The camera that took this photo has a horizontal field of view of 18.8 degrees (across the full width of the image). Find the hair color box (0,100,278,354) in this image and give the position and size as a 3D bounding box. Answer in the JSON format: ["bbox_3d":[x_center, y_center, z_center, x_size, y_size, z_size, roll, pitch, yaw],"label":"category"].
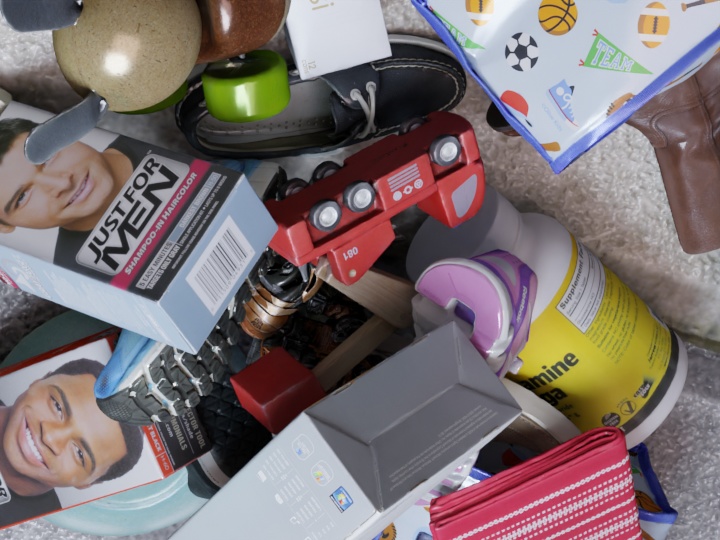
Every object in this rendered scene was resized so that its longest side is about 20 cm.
[{"bbox_3d":[-0.161,-0.030,1.348,0.099,0.200,0.061,-57,143,-20],"label":"hair color box"}]

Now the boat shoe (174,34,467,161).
[{"bbox_3d":[-0.022,-0.107,1.441,0.199,0.060,0.076,-11,121,-5],"label":"boat shoe"}]

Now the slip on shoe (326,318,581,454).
[{"bbox_3d":[0.056,0.094,1.509,0.200,0.076,0.061,25,76,16],"label":"slip on shoe"}]

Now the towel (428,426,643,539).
[{"bbox_3d":[0.123,0.193,1.481,0.144,0.023,0.200,-23,138,-8],"label":"towel"}]

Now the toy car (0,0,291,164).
[{"bbox_3d":[-0.150,-0.146,1.294,0.157,0.200,0.165,6,120,30],"label":"toy car"}]

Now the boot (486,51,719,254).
[{"bbox_3d":[0.201,-0.075,1.507,0.186,0.064,0.200,-26,125,2],"label":"boot"}]

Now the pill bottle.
[{"bbox_3d":[0.128,0.033,1.520,0.112,0.113,0.200,-42,118,13],"label":"pill bottle"}]

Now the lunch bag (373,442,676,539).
[{"bbox_3d":[0.105,0.205,1.597,0.200,0.124,0.170,13,114,-17],"label":"lunch bag"}]

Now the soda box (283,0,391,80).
[{"bbox_3d":[-0.034,-0.227,1.368,0.064,0.068,0.200,-16,121,-2],"label":"soda box"}]

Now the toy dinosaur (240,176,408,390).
[{"bbox_3d":[-0.040,0.011,1.460,0.200,0.102,0.136,43,84,-25],"label":"toy dinosaur"}]

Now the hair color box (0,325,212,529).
[{"bbox_3d":[-0.204,0.106,1.454,0.200,0.061,0.102,-21,94,35],"label":"hair color box"}]

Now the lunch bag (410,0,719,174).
[{"bbox_3d":[0.148,-0.183,1.370,0.200,0.124,0.170,-40,87,5],"label":"lunch bag"}]

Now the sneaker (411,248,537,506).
[{"bbox_3d":[0.067,0.066,1.427,0.080,0.088,0.200,31,125,17],"label":"sneaker"}]

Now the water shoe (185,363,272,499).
[{"bbox_3d":[-0.129,0.064,1.479,0.071,0.200,0.079,-16,167,-34],"label":"water shoe"}]

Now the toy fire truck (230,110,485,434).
[{"bbox_3d":[0.000,0.000,1.388,0.200,0.049,0.141,-29,123,-18],"label":"toy fire truck"}]

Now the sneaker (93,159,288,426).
[{"bbox_3d":[-0.120,0.011,1.388,0.090,0.200,0.078,16,149,21],"label":"sneaker"}]

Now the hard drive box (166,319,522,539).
[{"bbox_3d":[-0.017,0.135,1.360,0.077,0.156,0.200,52,132,8],"label":"hard drive box"}]

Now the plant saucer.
[{"bbox_3d":[-0.167,0.116,1.551,0.200,0.039,0.201,-5,120,-9],"label":"plant saucer"}]

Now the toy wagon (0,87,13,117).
[{"bbox_3d":[-0.321,-0.069,1.416,0.199,0.040,0.156,-9,120,-6],"label":"toy wagon"}]
